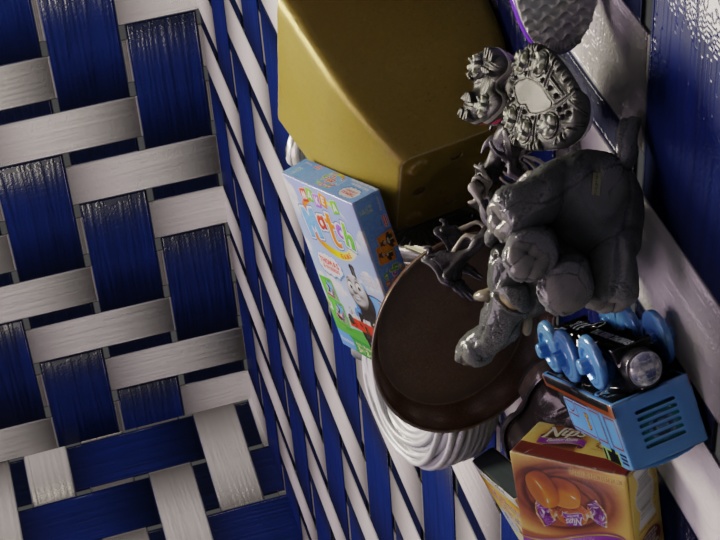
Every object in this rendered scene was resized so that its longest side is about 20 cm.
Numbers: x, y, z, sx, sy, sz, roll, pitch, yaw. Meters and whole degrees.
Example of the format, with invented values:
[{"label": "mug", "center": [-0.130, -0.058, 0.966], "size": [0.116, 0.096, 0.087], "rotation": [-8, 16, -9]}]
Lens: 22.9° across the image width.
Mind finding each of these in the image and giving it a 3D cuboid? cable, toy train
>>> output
[{"label": "cable", "center": [0.069, 0.100, 1.805], "size": [0.200, 0.069, 0.202], "rotation": [18, 117, 60]}, {"label": "toy train", "center": [0.206, 0.091, 1.443], "size": [0.200, 0.086, 0.115], "rotation": [-161, 53, -77]}]

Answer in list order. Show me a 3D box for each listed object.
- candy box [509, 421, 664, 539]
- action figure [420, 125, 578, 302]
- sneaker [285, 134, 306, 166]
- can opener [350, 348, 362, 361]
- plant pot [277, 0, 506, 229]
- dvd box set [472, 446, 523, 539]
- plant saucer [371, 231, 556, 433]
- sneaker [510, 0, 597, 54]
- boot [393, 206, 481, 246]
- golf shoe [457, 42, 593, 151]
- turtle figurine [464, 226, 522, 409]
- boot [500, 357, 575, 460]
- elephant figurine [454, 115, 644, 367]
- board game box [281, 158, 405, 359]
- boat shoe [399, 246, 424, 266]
[{"label": "candy box", "center": [0.203, 0.239, 1.546], "size": [0.116, 0.056, 0.201], "rotation": [9, 122, 36]}, {"label": "action figure", "center": [0.139, -0.073, 1.540], "size": [0.201, 0.102, 0.119], "rotation": [-58, -3, 19]}, {"label": "sneaker", "center": [0.020, -0.136, 1.839], "size": [0.081, 0.199, 0.076], "rotation": [-132, 37, -53]}, {"label": "can opener", "center": [0.076, 0.096, 1.915], "size": [0.199, 0.066, 0.053], "rotation": [16, 112, 35]}, {"label": "plant pot", "center": [0.046, -0.159, 1.701], "size": [0.195, 0.194, 0.201], "rotation": [93, 154, -57]}, {"label": "dvd box set", "center": [0.187, 0.276, 1.736], "size": [0.201, 0.029, 0.146], "rotation": [59, 173, -15]}, {"label": "plant saucer", "center": [0.092, 0.054, 1.661], "size": [0.034, 0.199, 0.202], "rotation": [38, 141, 55]}, {"label": "sneaker", "center": [0.139, -0.264, 1.415], "size": [0.100, 0.069, 0.202], "rotation": [101, 157, -83]}, {"label": "boot", "center": [0.035, -0.087, 1.927], "size": [0.073, 0.181, 0.200], "rotation": [-62, 27, 16]}, {"label": "golf shoe", "center": [0.147, -0.133, 1.370], "size": [0.200, 0.087, 0.078], "rotation": [-139, 62, -69]}, {"label": "turtle figurine", "center": [0.131, 0.036, 1.808], "size": [0.161, 0.064, 0.201], "rotation": [-120, 20, -57]}, {"label": "boot", "center": [0.196, 0.191, 1.657], "size": [0.201, 0.069, 0.175], "rotation": [91, 161, -53]}, {"label": "elephant figurine", "center": [0.148, -0.016, 1.423], "size": [0.200, 0.154, 0.143], "rotation": [123, 132, -77]}, {"label": "board game box", "center": [0.000, 0.000, 1.722], "size": [0.151, 0.036, 0.201], "rotation": [26, 140, 58]}, {"label": "boat shoe", "center": [0.047, -0.024, 1.978], "size": [0.200, 0.072, 0.066], "rotation": [22, 116, 37]}]
